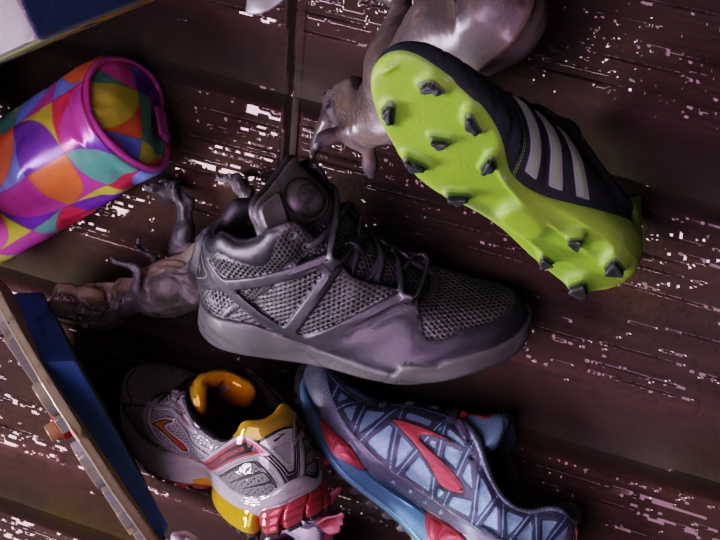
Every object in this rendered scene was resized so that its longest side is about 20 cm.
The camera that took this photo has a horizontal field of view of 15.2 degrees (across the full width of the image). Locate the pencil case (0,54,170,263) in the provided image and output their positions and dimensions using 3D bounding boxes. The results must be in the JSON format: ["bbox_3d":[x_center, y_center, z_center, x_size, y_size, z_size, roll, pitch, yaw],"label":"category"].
[{"bbox_3d":[-0.204,-0.059,1.678,0.200,0.088,0.088,-28,93,37],"label":"pencil case"}]

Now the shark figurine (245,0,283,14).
[{"bbox_3d":[-0.044,-0.179,1.462,0.214,0.128,0.090,27,91,49],"label":"shark figurine"}]

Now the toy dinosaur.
[{"bbox_3d":[-0.094,-0.013,1.648,0.200,0.047,0.088,-6,90,15],"label":"toy dinosaur"}]

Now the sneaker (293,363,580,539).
[{"bbox_3d":[0.050,0.110,1.607,0.200,0.079,0.096,43,103,8],"label":"sneaker"}]

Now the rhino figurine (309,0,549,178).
[{"bbox_3d":[0.031,-0.118,1.506,0.200,0.060,0.088,-38,42,36],"label":"rhino figurine"}]

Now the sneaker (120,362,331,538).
[{"bbox_3d":[-0.084,0.088,1.631,0.200,0.078,0.082,23,131,53],"label":"sneaker"}]

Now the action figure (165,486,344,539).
[{"bbox_3d":[-0.062,0.211,1.661,0.149,0.134,0.200,47,125,3],"label":"action figure"}]

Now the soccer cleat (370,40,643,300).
[{"bbox_3d":[0.080,-0.065,1.467,0.067,0.081,0.200,-28,124,36],"label":"soccer cleat"}]

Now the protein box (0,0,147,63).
[{"bbox_3d":[-0.212,-0.225,1.547,0.135,0.198,0.200,-18,98,35],"label":"protein box"}]

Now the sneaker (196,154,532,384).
[{"bbox_3d":[0.000,0.000,1.555,0.199,0.076,0.114,9,131,14],"label":"sneaker"}]

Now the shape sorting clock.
[{"bbox_3d":[-0.176,0.092,1.664,0.039,0.200,0.200,-28,93,-5],"label":"shape sorting clock"}]
